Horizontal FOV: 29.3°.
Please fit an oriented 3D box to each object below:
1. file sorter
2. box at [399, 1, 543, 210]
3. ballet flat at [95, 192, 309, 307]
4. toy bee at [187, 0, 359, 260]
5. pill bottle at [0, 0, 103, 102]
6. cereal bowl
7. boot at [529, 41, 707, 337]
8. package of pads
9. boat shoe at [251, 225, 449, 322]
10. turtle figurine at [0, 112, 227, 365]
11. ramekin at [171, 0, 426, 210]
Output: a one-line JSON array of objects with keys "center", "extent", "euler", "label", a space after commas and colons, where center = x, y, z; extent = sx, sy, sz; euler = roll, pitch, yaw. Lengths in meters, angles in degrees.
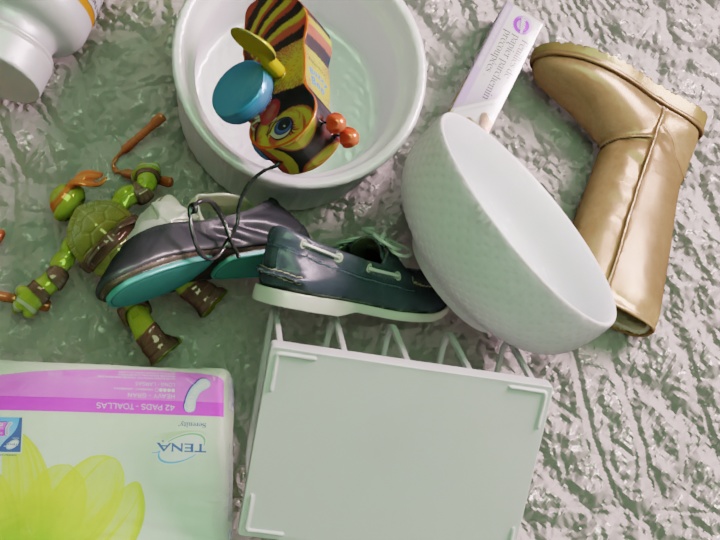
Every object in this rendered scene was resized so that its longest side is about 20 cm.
[{"center": [0.017, 0.113, 1.000], "extent": [0.197, 0.125, 0.141], "euler": [9, 106, -10], "label": "file sorter"}, {"center": [0.093, -0.130, 1.148], "extent": [0.038, 0.041, 0.202], "euler": [28, 71, -3], "label": "box"}, {"center": [-0.120, -0.021, 0.998], "extent": [0.198, 0.073, 0.074], "euler": [-12, 75, -47], "label": "ballet flat"}, {"center": [-0.044, -0.108, 0.971], "extent": [0.107, 0.130, 0.204], "euler": [-7, 80, 31], "label": "toy bee"}, {"center": [-0.248, -0.237, 1.066], "extent": [0.110, 0.111, 0.203], "euler": [21, 71, -5], "label": "pill bottle"}, {"center": [0.098, -0.016, 1.030], "extent": [0.083, 0.200, 0.201], "euler": [-40, 85, 19], "label": "cereal bowl"}, {"center": [0.195, -0.071, 1.141], "extent": [0.173, 0.066, 0.202], "euler": [23, 72, -5], "label": "boot"}, {"center": [-0.190, 0.149, 0.992], "extent": [0.197, 0.068, 0.157], "euler": [2, 74, -11], "label": "package of pads"}, {"center": [0.000, 0.000, 1.034], "extent": [0.198, 0.074, 0.063], "euler": [6, 98, -43], "label": "boat shoe"}, {"center": [-0.177, -0.020, 1.044], "extent": [0.161, 0.064, 0.200], "euler": [44, 67, 0], "label": "turtle figurine"}, {"center": [-0.053, -0.146, 1.090], "extent": [0.197, 0.098, 0.204], "euler": [3, 74, -11], "label": "ramekin"}]
